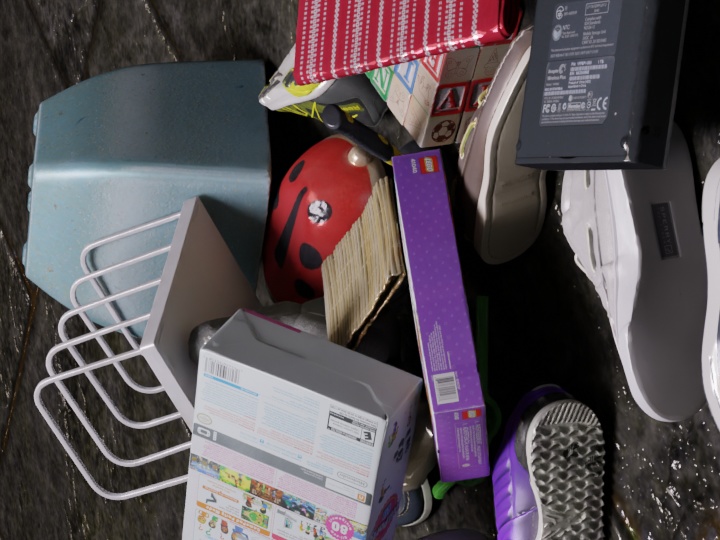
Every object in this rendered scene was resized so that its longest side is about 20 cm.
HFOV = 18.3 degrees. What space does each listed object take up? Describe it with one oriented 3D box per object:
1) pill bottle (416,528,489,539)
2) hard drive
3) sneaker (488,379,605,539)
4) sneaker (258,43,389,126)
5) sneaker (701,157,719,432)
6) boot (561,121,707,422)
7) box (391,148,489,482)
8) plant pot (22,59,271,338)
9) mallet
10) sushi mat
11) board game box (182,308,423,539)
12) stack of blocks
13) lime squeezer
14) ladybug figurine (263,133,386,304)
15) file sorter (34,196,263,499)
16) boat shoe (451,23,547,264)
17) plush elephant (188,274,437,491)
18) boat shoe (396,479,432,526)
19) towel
[{"bbox_3d":[0.089,0.303,1.668,0.200,0.114,0.115,61,148,33],"label":"pill bottle"},{"bbox_3d":[0.155,-0.164,1.400,0.139,0.033,0.201,4,86,63],"label":"hard drive"},{"bbox_3d":[0.128,0.169,1.607,0.100,0.069,0.201,-137,48,-60],"label":"sneaker"},{"bbox_3d":[-0.025,-0.142,1.782,0.075,0.085,0.200,-55,10,-1],"label":"sneaker"},{"bbox_3d":[0.260,0.028,1.273,0.146,0.077,0.203,177,85,-66],"label":"sneaker"},{"bbox_3d":[0.179,0.000,1.446,0.096,0.073,0.201,160,108,-69],"label":"boot"},{"bbox_3d":[0.058,0.034,1.587,0.137,0.039,0.201,81,180,-65],"label":"box"},{"bbox_3d":[-0.188,-0.062,1.929,0.197,0.199,0.196,-96,12,-54],"label":"plant pot"},{"bbox_3d":[0.018,-0.092,1.625,0.041,0.200,0.066,-31,59,15],"label":"mallet"},{"bbox_3d":[0.000,0.000,1.674,0.096,0.012,0.200,-57,14,18],"label":"sushi mat"},{"bbox_3d":[-0.046,0.143,1.611,0.147,0.064,0.201,22,127,16],"label":"board game box"},{"bbox_3d":[0.036,-0.198,1.657,0.200,0.058,0.115,56,145,40],"label":"stack of blocks"},{"bbox_3d":[0.087,0.118,1.710,0.071,0.038,0.201,-81,1,-55],"label":"lime squeezer"},{"bbox_3d":[-0.032,-0.029,1.837,0.136,0.072,0.200,59,147,36],"label":"ladybug figurine"},{"bbox_3d":[-0.167,0.067,1.788,0.139,0.124,0.200,60,-158,-29],"label":"file sorter"},{"bbox_3d":[0.103,-0.095,1.551,0.060,0.072,0.200,54,149,37],"label":"boat shoe"},{"bbox_3d":[-0.022,0.102,1.739,0.164,0.200,0.155,13,116,31],"label":"plush elephant"},{"bbox_3d":[-0.006,0.179,1.871,0.200,0.062,0.075,7,105,63],"label":"boat shoe"},{"bbox_3d":[0.034,-0.213,1.573,0.200,0.022,0.145,-9,70,41],"label":"towel"}]
